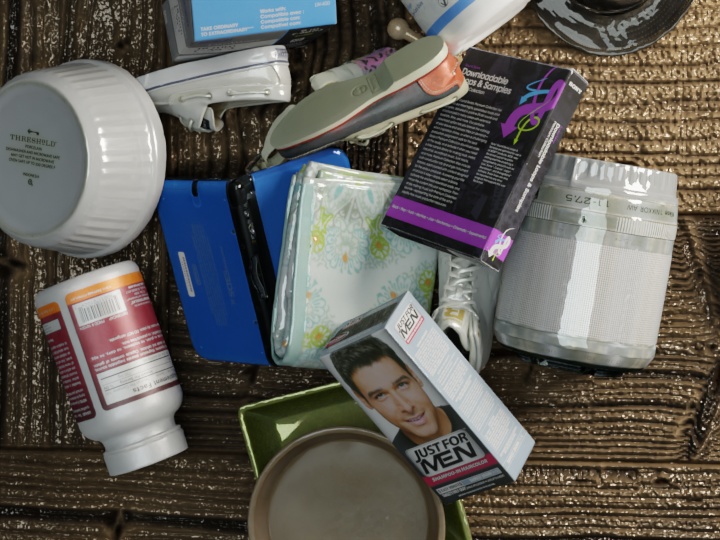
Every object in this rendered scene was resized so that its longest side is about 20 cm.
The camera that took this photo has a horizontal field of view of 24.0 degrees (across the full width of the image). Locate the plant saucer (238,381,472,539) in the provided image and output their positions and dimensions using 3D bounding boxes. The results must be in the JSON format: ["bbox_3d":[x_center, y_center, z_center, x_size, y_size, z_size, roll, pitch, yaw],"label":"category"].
[{"bbox_3d":[-0.003,0.207,1.728,0.199,0.048,0.201,-14,94,8],"label":"plant saucer"}]

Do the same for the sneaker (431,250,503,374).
[{"bbox_3d":[0.104,0.022,1.659,0.073,0.116,0.201,3,104,10],"label":"sneaker"}]

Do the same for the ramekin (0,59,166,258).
[{"bbox_3d":[-0.299,-0.111,1.696,0.201,0.094,0.204,3,96,33],"label":"ramekin"}]

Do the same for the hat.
[{"bbox_3d":[0.241,-0.313,1.662,0.199,0.081,0.202,0,93,8],"label":"hat"}]

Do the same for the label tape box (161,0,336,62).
[{"bbox_3d":[-0.103,-0.252,1.629,0.143,0.200,0.064,-9,90,-15],"label":"label tape box"}]

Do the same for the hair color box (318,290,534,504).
[{"bbox_3d":[0.064,0.124,1.622,0.099,0.061,0.200,-27,109,43],"label":"hair color box"}]

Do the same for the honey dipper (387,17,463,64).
[{"bbox_3d":[0.113,-0.200,1.706,0.199,0.038,0.038,31,96,6],"label":"honey dipper"}]

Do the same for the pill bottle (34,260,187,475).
[{"bbox_3d":[-0.248,0.100,1.726,0.112,0.113,0.201,-19,90,8],"label":"pill bottle"}]

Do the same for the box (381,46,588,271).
[{"bbox_3d":[0.118,-0.110,1.622,0.143,0.036,0.201,22,84,47],"label":"box"}]

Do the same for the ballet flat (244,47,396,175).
[{"bbox_3d":[-0.041,-0.154,1.706,0.200,0.071,0.069,-47,42,9],"label":"ballet flat"}]

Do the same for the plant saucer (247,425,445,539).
[{"bbox_3d":[-0.013,0.253,1.696,0.199,0.029,0.202,1,96,7],"label":"plant saucer"}]

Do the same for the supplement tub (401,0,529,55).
[{"bbox_3d":[0.076,-0.324,1.658,0.132,0.132,0.200,-37,87,7],"label":"supplement tub"}]

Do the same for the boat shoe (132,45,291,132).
[{"bbox_3d":[-0.161,-0.173,1.714,0.199,0.071,0.070,-11,90,17],"label":"boat shoe"}]

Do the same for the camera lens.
[{"bbox_3d":[0.218,-0.005,1.639,0.159,0.160,0.201,10,93,7],"label":"camera lens"}]

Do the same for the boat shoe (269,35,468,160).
[{"bbox_3d":[0.008,-0.155,1.645,0.199,0.071,0.063,-27,129,10],"label":"boat shoe"}]

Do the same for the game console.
[{"bbox_3d":[-0.094,-0.016,1.722,0.170,0.118,0.201,3,115,36],"label":"game console"}]

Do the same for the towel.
[{"bbox_3d":[0.000,0.000,1.680,0.170,0.048,0.201,6,94,-31],"label":"towel"}]
